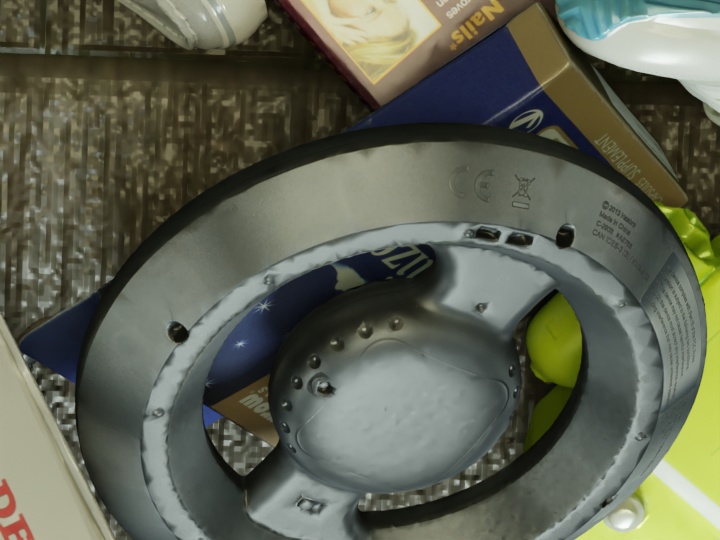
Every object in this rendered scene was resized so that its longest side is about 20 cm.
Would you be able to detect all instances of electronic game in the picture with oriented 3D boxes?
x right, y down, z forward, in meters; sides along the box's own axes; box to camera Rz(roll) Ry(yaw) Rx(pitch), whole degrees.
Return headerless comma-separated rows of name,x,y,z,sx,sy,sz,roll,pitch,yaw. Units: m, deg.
electronic game,0.011,0.035,0.867,0.200,0.042,0.200,-6,132,-7

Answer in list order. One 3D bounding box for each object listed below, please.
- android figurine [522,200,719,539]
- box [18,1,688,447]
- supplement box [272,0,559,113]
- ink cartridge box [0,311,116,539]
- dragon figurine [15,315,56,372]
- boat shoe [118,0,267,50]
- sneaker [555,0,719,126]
android figurine,0.136,0.059,0.939,0.182,0.041,0.200,42,109,-13
box,0.000,0.000,0.902,0.200,0.121,0.032,-32,61,11
supplement box,-0.008,-0.147,0.917,0.110,0.086,0.200,-41,95,2
ink cartridge box,-0.178,0.102,0.851,0.200,0.084,0.145,-26,81,-8
dragon figurine,-0.124,0.114,0.947,0.099,0.059,0.200,32,93,-5
boat shoe,-0.122,-0.127,0.888,0.200,0.072,0.069,40,79,-5
sneaker,0.136,-0.071,0.891,0.200,0.077,0.081,-3,127,-42
